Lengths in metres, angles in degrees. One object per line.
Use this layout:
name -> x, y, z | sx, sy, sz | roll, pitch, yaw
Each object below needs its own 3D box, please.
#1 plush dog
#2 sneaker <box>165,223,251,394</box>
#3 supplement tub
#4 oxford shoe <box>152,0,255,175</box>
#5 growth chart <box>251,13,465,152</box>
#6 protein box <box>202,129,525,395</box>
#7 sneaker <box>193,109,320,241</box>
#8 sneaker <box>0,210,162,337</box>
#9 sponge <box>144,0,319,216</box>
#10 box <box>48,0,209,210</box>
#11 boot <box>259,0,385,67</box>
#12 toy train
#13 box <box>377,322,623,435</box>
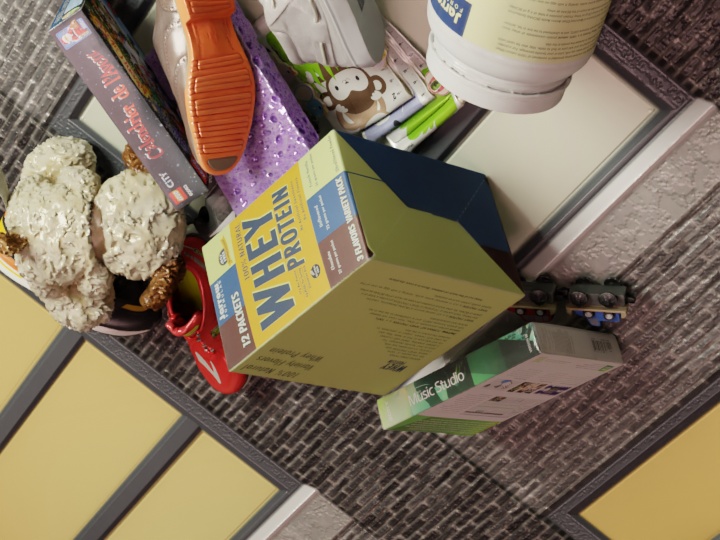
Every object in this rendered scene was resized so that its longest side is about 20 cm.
plush dog -> -0.253, -0.043, 1.496 | 0.170, 0.160, 0.202 | -9, 90, 9
sneaker -> -0.171, 0.052, 1.590 | 0.076, 0.085, 0.201 | -2, 121, 25
supplement tub -> 0.135, -0.242, 1.230 | 0.144, 0.145, 0.201 | 21, 127, 7
oxford shoe -> -0.146, -0.186, 1.383 | 0.073, 0.071, 0.202 | -2, 94, 51
growth chart -> -0.007, -0.184, 1.409 | 0.200, 0.018, 0.145 | 40, 128, -6
protein box -> 0.000, 0.000, 1.397 | 0.198, 0.136, 0.200 | 12, 141, -41
sneaker -> -0.109, -0.087, 1.484 | 0.090, 0.067, 0.200 | 30, 130, -2
sneaker -> -0.296, -0.005, 1.612 | 0.199, 0.070, 0.090 | 28, 131, 5
sponge -> -0.114, -0.148, 1.420 | 0.111, 0.030, 0.201 | -37, 80, 35
box -> -0.210, -0.165, 1.425 | 0.038, 0.137, 0.201 | -32, 111, 7
boot -> -0.051, -0.247, 1.301 | 0.095, 0.074, 0.201 | -1, 139, 20
toy train -> 0.167, 0.029, 1.471 | 0.199, 0.034, 0.046 | 2, 126, 21
box -> 0.134, 0.108, 1.480 | 0.199, 0.144, 0.037 | -31, 64, 34
